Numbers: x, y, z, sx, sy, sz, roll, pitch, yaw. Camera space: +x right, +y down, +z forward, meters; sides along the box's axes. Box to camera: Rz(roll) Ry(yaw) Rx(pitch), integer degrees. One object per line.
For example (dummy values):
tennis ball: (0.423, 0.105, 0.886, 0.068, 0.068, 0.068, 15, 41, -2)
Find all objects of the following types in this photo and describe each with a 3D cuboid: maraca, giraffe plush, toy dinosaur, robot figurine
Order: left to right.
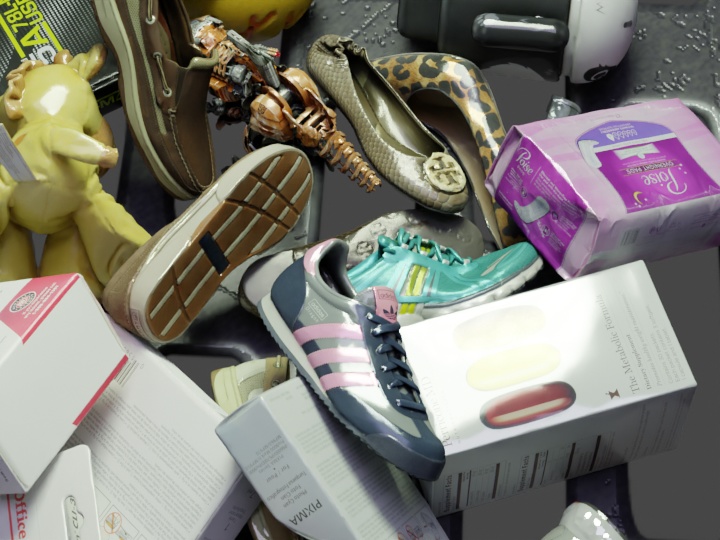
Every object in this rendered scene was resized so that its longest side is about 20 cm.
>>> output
giraffe plush: (-0.246, -0.086, 1.399, 0.171, 0.201, 0.163, -4, 43, 1)
maraca: (-0.119, -0.242, 1.500, 0.136, 0.108, 0.199, 2, 12, 44)
toy dinosaur: (-0.070, -0.122, 1.435, 0.101, 0.136, 0.201, -24, 62, -14)
robot figurine: (0.132, -0.222, 1.500, 0.198, 0.125, 0.152, 8, 63, 6)

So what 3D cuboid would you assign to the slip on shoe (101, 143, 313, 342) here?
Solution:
slip on shoe: (-0.116, -0.026, 1.362, 0.060, 0.076, 0.200, 15, 56, 42)

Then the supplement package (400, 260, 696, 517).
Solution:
supplement package: (0.130, 0.089, 1.323, 0.198, 0.110, 0.115, -16, 60, -8)

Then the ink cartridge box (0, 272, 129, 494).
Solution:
ink cartridge box: (-0.289, 0.084, 1.279, 0.199, 0.085, 0.145, -7, 33, 35)

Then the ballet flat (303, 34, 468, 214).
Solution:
ballet flat: (0.023, -0.123, 1.439, 0.067, 0.047, 0.200, -6, 48, -44)

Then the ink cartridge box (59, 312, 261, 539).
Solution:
ink cartridge box: (-0.174, 0.154, 1.299, 0.200, 0.045, 0.177, 37, 92, 38)

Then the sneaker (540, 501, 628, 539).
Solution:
sneaker: (0.187, 0.261, 1.252, 0.092, 0.076, 0.200, -38, 58, -11)

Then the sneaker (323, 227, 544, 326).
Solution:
sneaker: (0.043, 0.006, 1.349, 0.198, 0.077, 0.080, -14, 90, -9)

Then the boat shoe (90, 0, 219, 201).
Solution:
boat shoe: (-0.146, -0.151, 1.398, 0.074, 0.204, 0.075, -10, 24, 25)

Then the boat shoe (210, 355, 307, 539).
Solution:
boat shoe: (-0.059, 0.153, 1.313, 0.063, 0.073, 0.202, -17, 53, -4)

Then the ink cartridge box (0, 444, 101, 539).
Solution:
ink cartridge box: (-0.254, 0.211, 1.245, 0.198, 0.068, 0.117, -22, 59, 14)

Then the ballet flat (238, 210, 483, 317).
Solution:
ballet flat: (0.000, 0.000, 1.412, 0.198, 0.046, 0.068, -15, 71, -12)

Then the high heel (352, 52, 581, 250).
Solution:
high heel: (0.069, -0.098, 1.461, 0.198, 0.072, 0.144, 17, 67, 11)

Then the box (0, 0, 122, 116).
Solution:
box: (-0.283, -0.205, 1.538, 0.192, 0.048, 0.201, -26, 62, -15)

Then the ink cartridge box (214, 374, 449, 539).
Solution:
ink cartridge box: (-0.005, 0.166, 1.245, 0.047, 0.160, 0.201, -35, 85, 16)

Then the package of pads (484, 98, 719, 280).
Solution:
package of pads: (0.208, -0.065, 1.394, 0.199, 0.076, 0.121, -12, 51, -38)

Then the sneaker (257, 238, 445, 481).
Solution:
sneaker: (0.006, 0.058, 1.250, 0.082, 0.070, 0.200, -50, 59, 13)
